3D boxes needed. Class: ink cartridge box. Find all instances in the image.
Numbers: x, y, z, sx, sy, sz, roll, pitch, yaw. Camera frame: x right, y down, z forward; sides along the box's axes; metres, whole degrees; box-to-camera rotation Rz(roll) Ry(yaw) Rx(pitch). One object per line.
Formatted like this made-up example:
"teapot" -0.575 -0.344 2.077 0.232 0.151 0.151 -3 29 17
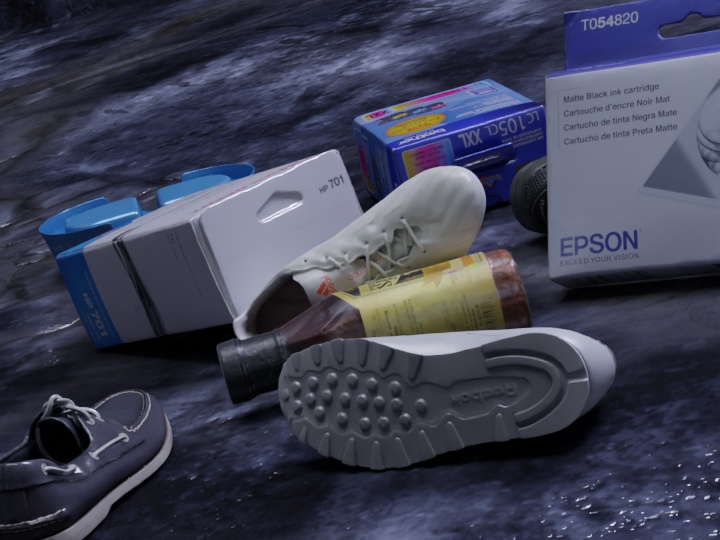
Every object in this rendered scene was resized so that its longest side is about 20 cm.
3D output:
"ink cartridge box" 0.082 -0.098 1.624 0.136 0.077 0.200 -17 17 -8
"ink cartridge box" 0.219 -0.096 1.281 0.199 0.201 0.041 -7 -13 29
"ink cartridge box" -0.110 -0.014 1.433 0.146 0.086 0.200 -27 11 -37

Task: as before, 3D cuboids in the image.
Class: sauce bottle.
"sauce bottle" 0.008 0.039 1.235 0.199 0.066 0.066 -15 16 -4

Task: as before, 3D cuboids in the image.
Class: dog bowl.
"dog bowl" -0.185 -0.043 1.724 0.199 0.050 0.111 -17 16 -5

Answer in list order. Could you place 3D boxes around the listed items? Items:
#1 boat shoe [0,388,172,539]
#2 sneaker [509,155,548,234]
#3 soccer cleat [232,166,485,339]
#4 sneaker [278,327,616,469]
"boat shoe" -0.170 0.106 1.172 0.072 0.063 0.200 -10 16 18
"sneaker" 0.220 -0.078 1.431 0.199 0.076 0.114 -24 20 -20
"soccer cleat" 0.000 0.000 1.278 0.200 0.069 0.078 -37 -16 29
"sneaker" 0.049 0.069 1.114 0.199 0.077 0.080 -3 8 24
